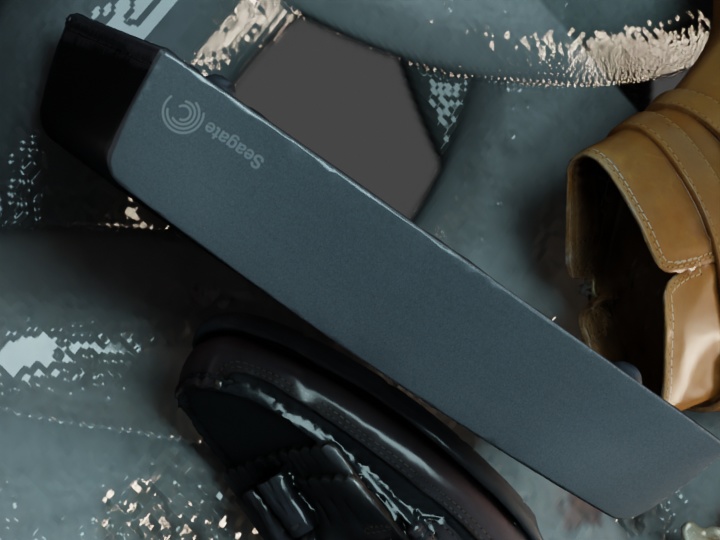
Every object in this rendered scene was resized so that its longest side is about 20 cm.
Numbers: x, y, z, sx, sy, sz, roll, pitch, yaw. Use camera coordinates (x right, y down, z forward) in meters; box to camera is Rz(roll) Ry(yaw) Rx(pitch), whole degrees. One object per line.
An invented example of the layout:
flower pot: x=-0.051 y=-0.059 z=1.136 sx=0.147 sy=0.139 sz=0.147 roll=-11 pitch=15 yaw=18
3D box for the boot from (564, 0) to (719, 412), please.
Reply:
boot: x=0.122 y=-0.053 z=0.917 sx=0.154 sy=0.074 sz=0.201 roll=-15 pitch=86 yaw=-39

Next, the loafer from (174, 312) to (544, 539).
loafer: x=0.019 y=0.093 z=0.807 sx=0.200 sy=0.072 sz=0.063 roll=42 pitch=61 yaw=-21

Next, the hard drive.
hard drive: x=0.000 y=0.000 z=0.788 sx=0.200 sy=0.135 sz=0.042 roll=35 pitch=88 yaw=-20

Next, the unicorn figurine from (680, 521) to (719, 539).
unicorn figurine: x=0.201 y=0.143 z=0.910 sx=0.137 sy=0.074 sz=0.200 roll=-29 pitch=87 yaw=-48
